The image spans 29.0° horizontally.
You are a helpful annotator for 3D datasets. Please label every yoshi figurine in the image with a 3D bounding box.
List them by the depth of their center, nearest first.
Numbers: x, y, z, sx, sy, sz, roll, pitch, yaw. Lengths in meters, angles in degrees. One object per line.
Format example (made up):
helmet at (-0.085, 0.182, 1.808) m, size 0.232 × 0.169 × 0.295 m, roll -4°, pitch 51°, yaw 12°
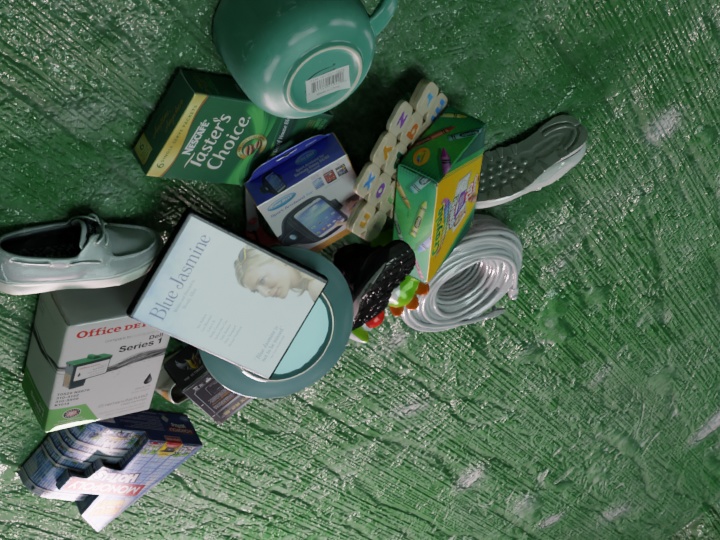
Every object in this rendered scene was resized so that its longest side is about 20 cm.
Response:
yoshi figurine at (0.008, 0.015, 1.870) m, size 0.200 × 0.112 × 0.112 m, roll -31°, pitch 110°, yaw 23°

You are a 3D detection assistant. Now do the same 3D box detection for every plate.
plate at (-0.098, 0.068, 1.678) m, size 0.200 × 0.026 × 0.201 m, roll -8°, pitch 114°, yaw -18°

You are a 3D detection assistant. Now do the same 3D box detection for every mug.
mug at (-0.052, -0.243, 1.429) m, size 0.152 × 0.114 × 0.185 m, roll 11°, pitch 128°, yaw -48°

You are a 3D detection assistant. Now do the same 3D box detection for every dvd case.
dvd case at (-0.152, 0.029, 1.616) m, size 0.200 × 0.018 × 0.143 m, roll 27°, pitch 99°, yaw -28°

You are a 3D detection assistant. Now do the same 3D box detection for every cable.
cable at (0.136, 0.003, 1.962) m, size 0.200 × 0.069 × 0.200 m, roll -17°, pitch 144°, yaw -22°

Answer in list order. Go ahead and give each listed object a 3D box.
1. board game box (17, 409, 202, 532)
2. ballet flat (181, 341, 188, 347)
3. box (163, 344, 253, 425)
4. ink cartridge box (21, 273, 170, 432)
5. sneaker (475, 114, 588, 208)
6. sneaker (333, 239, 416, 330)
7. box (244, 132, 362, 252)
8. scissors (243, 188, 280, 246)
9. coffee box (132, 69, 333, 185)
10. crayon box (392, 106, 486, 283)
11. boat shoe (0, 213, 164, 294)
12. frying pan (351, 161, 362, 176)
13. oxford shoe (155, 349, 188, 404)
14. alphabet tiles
board game box at (-0.354, 0.273, 1.906) m, size 0.200 × 0.062 × 0.200 m, roll 15°, pitch 124°, yaw -49°
ballet flat at (-0.163, 0.031, 1.745) m, size 0.070 × 0.067 × 0.200 m, roll -5°, pitch 144°, yaw -35°
box at (-0.135, 0.098, 1.763) m, size 0.200 × 0.048 × 0.158 m, roll -38°, pitch 156°, yaw -3°
ink cartridge box at (-0.314, 0.089, 1.674) m, size 0.146 × 0.084 × 0.200 m, roll -11°, pitch 142°, yaw -31°
sneaker at (0.215, -0.128, 1.857) m, size 0.200 × 0.076 × 0.081 m, roll -25°, pitch 156°, yaw -9°
sneaker at (0.000, 0.000, 1.735) m, size 0.076 × 0.088 × 0.200 m, roll -29°, pitch 166°, yaw -28°
box at (-0.058, -0.085, 1.632) m, size 0.119 × 0.042 × 0.200 m, roll -31°, pitch 157°, yaw 0°
scissors at (-0.137, -0.051, 1.705) m, size 0.073 × 0.014 × 0.200 m, roll -29°, pitch 149°, yaw -3°
coffee box at (-0.140, -0.151, 1.540) m, size 0.200 × 0.044 × 0.123 m, roll 5°, pitch 133°, yaw -45°
crayon box at (0.096, -0.092, 1.739) m, size 0.119 × 0.058 × 0.200 m, roll -51°, pitch 159°, yaw -31°
boat shoe at (-0.309, -0.024, 1.541) m, size 0.200 × 0.070 × 0.072 m, roll -11°, pitch 145°, yaw -26°
frying pan at (-0.009, -0.093, 1.750) m, size 0.190 × 0.031 × 0.115 m, roll -5°, pitch 140°, yaw -32°
oxford shoe at (-0.185, 0.112, 1.842) m, size 0.200 × 0.058 × 0.075 m, roll -33°, pitch 146°, yaw -2°
alphabet tiles at (0.043, -0.130, 1.663) m, size 0.200 × 0.015 × 0.196 m, roll -63°, pitch 161°, yaw 1°
